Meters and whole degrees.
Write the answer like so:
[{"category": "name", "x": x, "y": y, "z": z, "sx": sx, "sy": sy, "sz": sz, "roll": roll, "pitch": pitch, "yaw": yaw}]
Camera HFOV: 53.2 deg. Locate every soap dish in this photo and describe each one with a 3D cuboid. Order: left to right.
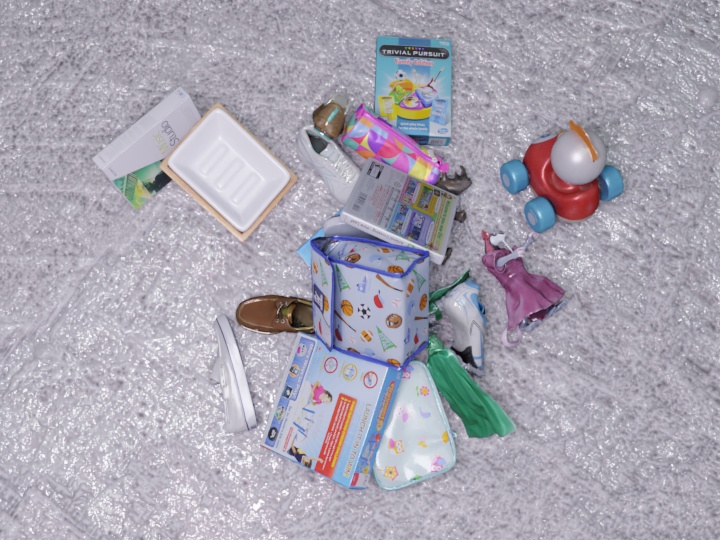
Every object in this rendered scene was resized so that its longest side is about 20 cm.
[{"category": "soap dish", "x": -0.237, "y": -0.174, "z": 1.300, "sx": 0.199, "sy": 0.081, "sz": 0.158, "roll": 42, "pitch": 78, "yaw": -6}]

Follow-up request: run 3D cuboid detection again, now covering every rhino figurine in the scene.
[{"category": "rhino figurine", "x": 0.151, "y": -0.111, "z": 1.327, "sx": 0.086, "sy": 0.060, "sz": 0.203, "roll": 20, "pitch": 73, "yaw": 12}]

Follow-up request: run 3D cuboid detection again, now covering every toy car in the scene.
[{"category": "toy car", "x": 0.369, "y": -0.201, "z": 1.271, "sx": 0.181, "sy": 0.201, "sz": 0.179, "roll": -23, "pitch": 63, "yaw": -10}]

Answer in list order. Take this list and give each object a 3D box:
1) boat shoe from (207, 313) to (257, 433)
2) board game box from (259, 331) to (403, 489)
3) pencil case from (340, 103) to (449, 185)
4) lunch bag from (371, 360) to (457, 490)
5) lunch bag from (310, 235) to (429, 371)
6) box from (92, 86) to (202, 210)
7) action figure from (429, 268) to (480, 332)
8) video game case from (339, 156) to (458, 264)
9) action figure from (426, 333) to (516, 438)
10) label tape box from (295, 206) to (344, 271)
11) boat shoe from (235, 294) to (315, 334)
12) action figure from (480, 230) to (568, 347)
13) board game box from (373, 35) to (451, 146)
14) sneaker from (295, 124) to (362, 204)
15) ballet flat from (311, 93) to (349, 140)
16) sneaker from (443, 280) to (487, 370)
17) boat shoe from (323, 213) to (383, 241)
[{"category": "boat shoe", "x": -0.232, "y": 0.179, "z": 1.242, "sx": 0.064, "sy": 0.072, "sz": 0.205, "roll": -15, "pitch": 86, "yaw": -10}, {"category": "board game box", "x": -0.049, "y": 0.227, "z": 1.185, "sx": 0.193, "sy": 0.056, "sz": 0.204, "roll": 15, "pitch": 82, "yaw": 34}, {"category": "pencil case", "x": 0.062, "y": -0.221, "z": 1.313, "sx": 0.197, "sy": 0.088, "sz": 0.090, "roll": 29, "pitch": 76, "yaw": -13}, {"category": "lunch bag", "x": 0.076, "y": 0.265, "z": 1.226, "sx": 0.157, "sy": 0.077, "sz": 0.204, "roll": -16, "pitch": 77, "yaw": -7}, {"category": "lunch bag", "x": 0.002, "y": 0.045, "z": 1.144, "sx": 0.197, "sy": 0.123, "sz": 0.174, "roll": 15, "pitch": 118, "yaw": 30}, {"category": "box", "x": -0.364, "y": -0.215, "z": 1.289, "sx": 0.199, "sy": 0.145, "sz": 0.036, "roll": -42, "pitch": 67, "yaw": -10}, {"category": "action figure", "x": 0.118, "y": 0.078, "z": 1.260, "sx": 0.198, "sy": 0.118, "sz": 0.055, "roll": -34, "pitch": 65, "yaw": 1}, {"category": "video game case", "x": 0.071, "y": -0.106, "z": 1.215, "sx": 0.179, "sy": 0.022, "sz": 0.201, "roll": 24, "pitch": 37, "yaw": -1}, {"category": "action figure", "x": 0.170, "y": 0.191, "z": 1.208, "sx": 0.201, "sy": 0.117, "sz": 0.055, "roll": 53, "pitch": 48, "yaw": -8}, {"category": "label tape box", "x": 0.000, "y": 0.000, "z": 1.293, "sx": 0.144, "sy": 0.063, "sz": 0.200, "roll": -41, "pitch": 80, "yaw": -11}, {"category": "boat shoe", "x": -0.126, "y": 0.074, "z": 1.268, "sx": 0.195, "sy": 0.068, "sz": 0.074, "roll": 2, "pitch": 77, "yaw": -1}, {"category": "action figure", "x": 0.276, "y": 0.011, "z": 1.301, "sx": 0.201, "sy": 0.133, "sz": 0.150, "roll": 52, "pitch": 123, "yaw": 22}, {"category": "board game box", "x": 0.100, "y": -0.347, "z": 1.388, "sx": 0.147, "sy": 0.047, "sz": 0.205, "roll": 2, "pitch": 77, "yaw": -2}, {"category": "sneaker", "x": -0.046, "y": -0.190, "z": 1.329, "sx": 0.200, "sy": 0.080, "sz": 0.071, "roll": 41, "pitch": 77, "yaw": 6}, {"category": "ballet flat", "x": -0.050, "y": -0.280, "z": 1.289, "sx": 0.067, "sy": 0.200, "sz": 0.073, "roll": 34, "pitch": 101, "yaw": -8}, {"category": "sneaker", "x": 0.188, "y": 0.103, "z": 1.218, "sx": 0.072, "sy": 0.202, "sz": 0.072, "roll": -35, "pitch": 46, "yaw": -19}, {"category": "boat shoe", "x": 0.025, "y": -0.094, "z": 1.248, "sx": 0.195, "sy": 0.074, "sz": 0.069, "roll": -7, "pitch": 63, "yaw": -17}]
